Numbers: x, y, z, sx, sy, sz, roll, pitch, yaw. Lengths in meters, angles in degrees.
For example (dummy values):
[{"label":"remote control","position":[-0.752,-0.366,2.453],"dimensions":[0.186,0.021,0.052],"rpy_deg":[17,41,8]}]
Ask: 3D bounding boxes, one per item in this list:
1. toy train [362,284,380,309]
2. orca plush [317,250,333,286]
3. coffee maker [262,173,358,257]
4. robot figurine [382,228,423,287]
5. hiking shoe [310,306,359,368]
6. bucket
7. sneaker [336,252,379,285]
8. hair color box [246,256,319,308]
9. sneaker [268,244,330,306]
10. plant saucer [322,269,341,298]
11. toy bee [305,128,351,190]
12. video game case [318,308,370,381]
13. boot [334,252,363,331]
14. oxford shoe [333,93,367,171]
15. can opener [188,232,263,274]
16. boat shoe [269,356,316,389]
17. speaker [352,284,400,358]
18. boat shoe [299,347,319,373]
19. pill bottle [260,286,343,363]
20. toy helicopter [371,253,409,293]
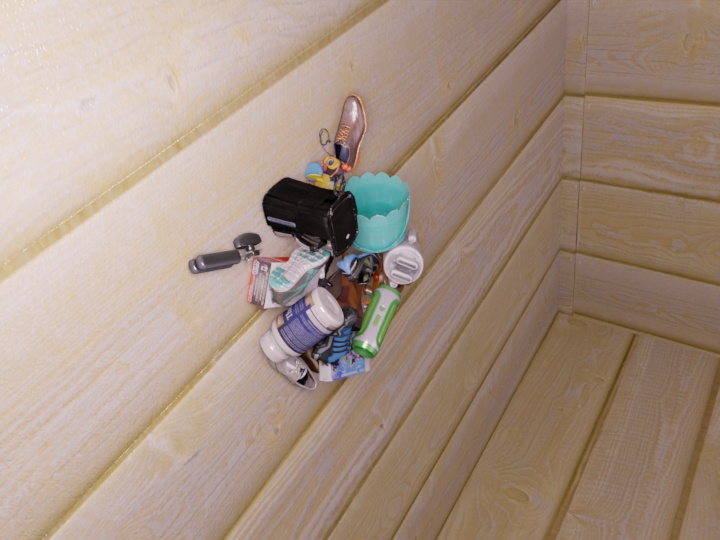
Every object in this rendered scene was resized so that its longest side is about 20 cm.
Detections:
[{"label":"toy train","position":[0.016,0.122,1.923],"dimensions":[0.151,0.055,0.202],"rpy_deg":[105,4,-53]},{"label":"orca plush","position":[-0.069,-0.060,1.627],"dimensions":[0.070,0.105,0.203],"rpy_deg":[0,90,-29]},{"label":"coffee maker","position":[-0.115,-0.149,1.451],"dimensions":[0.134,0.198,0.195],"rpy_deg":[-25,127,-54]},{"label":"robot figurine","position":[0.119,-0.035,1.771],"dimensions":[0.200,0.112,0.171],"rpy_deg":[-89,-156,-70]},{"label":"hiking shoe","position":[-0.048,0.169,1.611],"dimensions":[0.200,0.086,0.075],"rpy_deg":[-51,-161,37]},{"label":"bucket","position":[0.037,-0.155,1.702],"dimensions":[0.208,0.205,0.136],"rpy_deg":[-49,146,-35]},{"label":"sneaker","position":[0.000,0.000,1.673],"dimensions":[0.083,0.070,0.199],"rpy_deg":[63,20,7]},{"label":"hair color box","position":[-0.185,0.026,1.548],"dimensions":[0.199,0.063,0.113],"rpy_deg":[-2,105,-59]},{"label":"sneaker","position":[-0.147,0.011,1.494],"dimensions":[0.200,0.077,0.092],"rpy_deg":[-38,148,-41]},{"label":"plant saucer","position":[-0.066,0.087,1.798],"dimensions":[0.200,0.032,0.203],"rpy_deg":[-32,129,-50]},{"label":"toy bee","position":[-0.082,-0.239,1.554],"dimensions":[0.130,0.108,0.203],"rpy_deg":[-21,121,-51]},{"label":"video game case","position":[-0.046,0.204,1.763],"dimensions":[0.199,0.045,0.184],"rpy_deg":[-2,87,-58]},{"label":"boot","position":[-0.041,0.041,1.699],"dimensions":[0.188,0.068,0.203],"rpy_deg":[32,56,-47]},{"label":"oxford shoe","position":[-0.030,-0.349,1.613],"dimensions":[0.073,0.070,0.203],"rpy_deg":[-33,131,-62]},{"label":"can opener","position":[-0.292,-0.035,1.374],"dimensions":[0.199,0.052,0.067],"rpy_deg":[-22,87,-55]},{"label":"boat shoe","position":[-0.174,0.263,1.668],"dimensions":[0.072,0.065,0.201],"rpy_deg":[-56,144,-26]},{"label":"speaker","position":[0.045,0.142,1.773],"dimensions":[0.202,0.087,0.089],"rpy_deg":[-64,148,-25]},{"label":"boat shoe","position":[-0.142,0.198,1.691],"dimensions":[0.072,0.071,0.201],"rpy_deg":[-52,137,-29]},{"label":"pill bottle","position":[-0.147,0.139,1.538],"dimensions":[0.199,0.112,0.111],"rpy_deg":[-37,152,16]},{"label":"toy helicopter","position":[0.064,-0.014,1.878],"dimensions":[0.132,0.078,0.202],"rpy_deg":[-30,95,-44]}]
